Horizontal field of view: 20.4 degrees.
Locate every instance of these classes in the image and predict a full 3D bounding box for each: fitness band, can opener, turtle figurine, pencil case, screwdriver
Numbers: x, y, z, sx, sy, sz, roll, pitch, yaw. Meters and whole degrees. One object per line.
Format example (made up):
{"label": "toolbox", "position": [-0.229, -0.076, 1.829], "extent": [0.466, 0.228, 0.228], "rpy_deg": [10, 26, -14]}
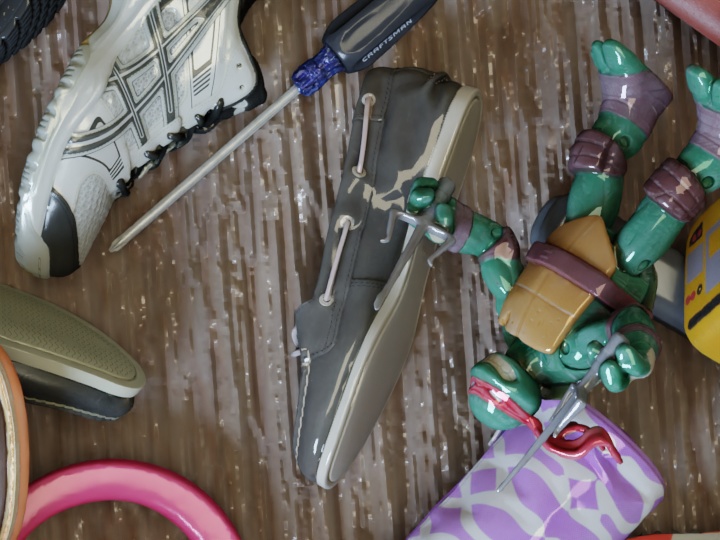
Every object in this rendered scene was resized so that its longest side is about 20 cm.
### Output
{"label": "fitness band", "position": [-0.119, 0.187, 0.922], "extent": [0.143, 0.037, 0.202], "rpy_deg": [3, 90, -7]}
{"label": "can opener", "position": [0.166, 0.032, 0.949], "extent": [0.199, 0.053, 0.067], "rpy_deg": [34, 86, -5]}
{"label": "turtle figurine", "position": [0.088, -0.001, 0.872], "extent": [0.149, 0.101, 0.201], "rpy_deg": [29, 81, 32]}
{"label": "pencil case", "position": [0.050, 0.135, 0.911], "extent": [0.085, 0.084, 0.200], "rpy_deg": [44, 81, 3]}
{"label": "screwdriver", "position": [-0.042, -0.075, 0.938], "extent": [0.200, 0.029, 0.028], "rpy_deg": [-41, 93, -10]}

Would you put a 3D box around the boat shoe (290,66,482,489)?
{"label": "boat shoe", "position": [0.000, 0.000, 0.931], "extent": [0.057, 0.067, 0.201], "rpy_deg": [18, 82, 17]}

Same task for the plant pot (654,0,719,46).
{"label": "plant pot", "position": [0.239, -0.149, 0.902], "extent": [0.195, 0.201, 0.202], "rpy_deg": [31, 85, 3]}

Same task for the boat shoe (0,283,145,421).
{"label": "boat shoe", "position": [-0.197, 0.036, 0.907], "extent": [0.199, 0.072, 0.068], "rpy_deg": [15, 107, -8]}

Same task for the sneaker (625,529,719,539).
{"label": "sneaker", "position": [0.200, 0.153, 0.921], "extent": [0.198, 0.094, 0.071], "rpy_deg": [-14, 118, -5]}

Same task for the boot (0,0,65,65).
{"label": "boot", "position": [-0.208, -0.139, 0.906], "extent": [0.131, 0.070, 0.201], "rpy_deg": [33, 81, 0]}

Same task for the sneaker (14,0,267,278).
{"label": "sneaker", "position": [-0.090, -0.081, 0.911], "extent": [0.087, 0.076, 0.201], "rpy_deg": [25, 87, -5]}

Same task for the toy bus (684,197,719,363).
{"label": "toy bus", "position": [0.249, 0.027, 0.914], "extent": [0.199, 0.065, 0.079], "rpy_deg": [16, 57, -15]}

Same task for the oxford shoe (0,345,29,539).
{"label": "oxford shoe", "position": [-0.199, 0.116, 0.855], "extent": [0.071, 0.073, 0.201], "rpy_deg": [34, 114, 30]}
